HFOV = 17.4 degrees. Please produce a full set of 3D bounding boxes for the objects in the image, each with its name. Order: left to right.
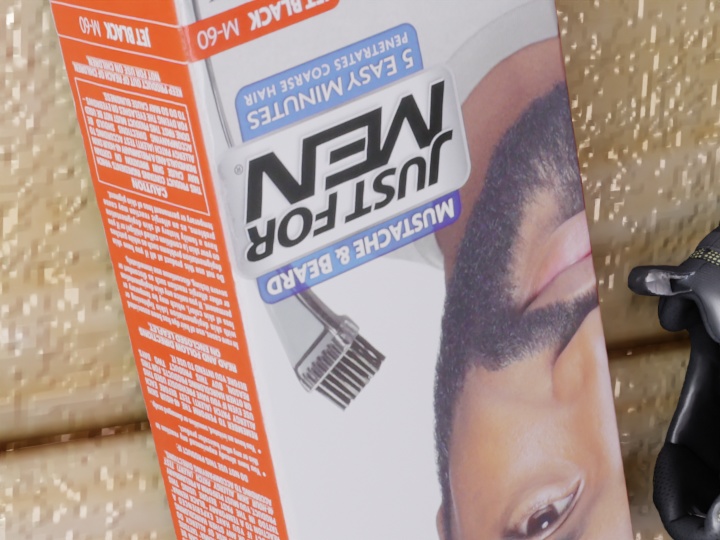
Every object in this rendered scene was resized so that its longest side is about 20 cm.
[{"bbox_3d":[0.000,0.000,0.595,0.111,0.064,0.201,-26,117,-31],"label":"hair color box"},{"bbox_3d":[0.134,0.072,0.720,0.100,0.076,0.201,-25,107,-21],"label":"hiking shoe"}]
